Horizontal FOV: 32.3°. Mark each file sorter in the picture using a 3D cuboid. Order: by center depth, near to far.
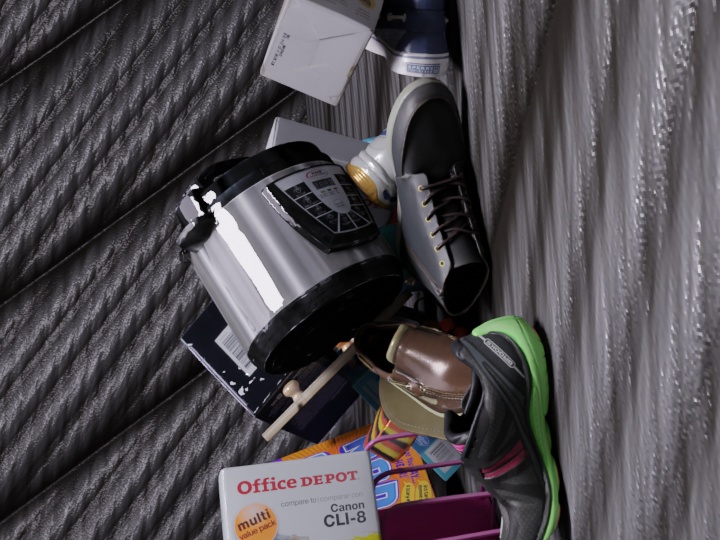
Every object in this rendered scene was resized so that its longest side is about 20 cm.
[{"bbox_3d":[0.080,0.263,1.200,0.201,0.137,0.126,-106,10,-52],"label":"file sorter"}]

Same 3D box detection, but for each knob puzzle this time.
[{"bbox_3d":[-0.015,0.078,1.317,0.030,0.220,0.220,45,172,3],"label":"knob puzzle"}]

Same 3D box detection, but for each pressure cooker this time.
[{"bbox_3d":[-0.076,-0.025,1.187,0.201,0.178,0.176,56,177,17],"label":"pressure cooker"}]

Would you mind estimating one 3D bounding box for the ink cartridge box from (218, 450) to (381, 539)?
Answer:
[{"bbox_3d":[-0.054,0.281,1.170,0.145,0.144,0.202,113,150,-74],"label":"ink cartridge box"}]

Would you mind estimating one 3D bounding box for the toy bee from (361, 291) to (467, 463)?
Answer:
[{"bbox_3d":[0.061,0.094,1.296,0.109,0.130,0.202,138,138,-55],"label":"toy bee"}]

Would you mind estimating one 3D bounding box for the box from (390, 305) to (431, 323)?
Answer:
[{"bbox_3d":[-0.011,0.048,1.515,0.137,0.198,0.038,-135,63,-80],"label":"box"}]

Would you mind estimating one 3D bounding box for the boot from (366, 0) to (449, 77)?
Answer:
[{"bbox_3d":[0.045,-0.243,1.150,0.200,0.072,0.091,-123,35,-66],"label":"boot"}]

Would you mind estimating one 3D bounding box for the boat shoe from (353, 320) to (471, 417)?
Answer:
[{"bbox_3d":[0.055,0.085,1.131,0.202,0.074,0.075,6,68,60],"label":"boat shoe"}]

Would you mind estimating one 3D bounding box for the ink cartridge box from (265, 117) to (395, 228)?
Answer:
[{"bbox_3d":[-0.052,-0.050,1.358,0.085,0.143,0.201,-88,16,-51],"label":"ink cartridge box"}]

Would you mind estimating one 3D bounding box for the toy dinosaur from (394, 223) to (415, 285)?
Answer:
[{"bbox_3d":[0.067,-0.053,1.354,0.102,0.058,0.201,109,153,-45],"label":"toy dinosaur"}]

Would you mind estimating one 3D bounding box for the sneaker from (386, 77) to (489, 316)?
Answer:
[{"bbox_3d":[0.078,-0.065,1.107,0.106,0.074,0.202,-127,27,-51],"label":"sneaker"}]

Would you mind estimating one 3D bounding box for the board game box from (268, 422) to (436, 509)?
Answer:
[{"bbox_3d":[0.011,0.340,1.554,0.200,0.198,0.202,-110,0,-64],"label":"board game box"}]

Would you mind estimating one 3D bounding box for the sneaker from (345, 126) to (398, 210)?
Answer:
[{"bbox_3d":[0.056,-0.111,1.228,0.075,0.088,0.200,46,-164,3],"label":"sneaker"}]

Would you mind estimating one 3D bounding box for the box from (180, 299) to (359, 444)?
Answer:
[{"bbox_3d":[-0.100,0.113,1.516,0.148,0.105,0.200,42,-179,28],"label":"box"}]

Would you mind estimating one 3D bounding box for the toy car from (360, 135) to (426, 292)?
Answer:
[{"bbox_3d":[-0.030,-0.057,1.510,0.177,0.198,0.187,-158,59,-84],"label":"toy car"}]

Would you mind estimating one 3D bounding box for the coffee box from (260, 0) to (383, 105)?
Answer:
[{"bbox_3d":[-0.017,-0.267,1.110,0.115,0.079,0.202,125,163,-58],"label":"coffee box"}]

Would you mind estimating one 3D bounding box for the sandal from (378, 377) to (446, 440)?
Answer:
[{"bbox_3d":[0.094,0.134,1.180,0.211,0.069,0.078,16,80,62],"label":"sandal"}]

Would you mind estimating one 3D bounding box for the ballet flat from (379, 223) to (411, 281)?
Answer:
[{"bbox_3d":[0.000,0.000,1.300,0.071,0.198,0.068,58,-151,-43],"label":"ballet flat"}]

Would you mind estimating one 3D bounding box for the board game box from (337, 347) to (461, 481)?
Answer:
[{"bbox_3d":[0.047,0.150,1.448,0.151,0.047,0.200,46,-179,-9],"label":"board game box"}]

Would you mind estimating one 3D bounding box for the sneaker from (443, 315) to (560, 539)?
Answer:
[{"bbox_3d":[0.107,0.135,0.969,0.077,0.083,0.202,-123,24,-79],"label":"sneaker"}]
